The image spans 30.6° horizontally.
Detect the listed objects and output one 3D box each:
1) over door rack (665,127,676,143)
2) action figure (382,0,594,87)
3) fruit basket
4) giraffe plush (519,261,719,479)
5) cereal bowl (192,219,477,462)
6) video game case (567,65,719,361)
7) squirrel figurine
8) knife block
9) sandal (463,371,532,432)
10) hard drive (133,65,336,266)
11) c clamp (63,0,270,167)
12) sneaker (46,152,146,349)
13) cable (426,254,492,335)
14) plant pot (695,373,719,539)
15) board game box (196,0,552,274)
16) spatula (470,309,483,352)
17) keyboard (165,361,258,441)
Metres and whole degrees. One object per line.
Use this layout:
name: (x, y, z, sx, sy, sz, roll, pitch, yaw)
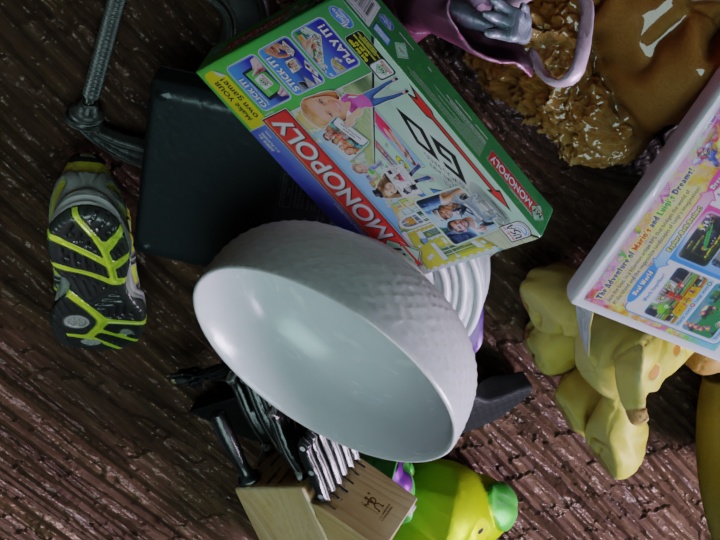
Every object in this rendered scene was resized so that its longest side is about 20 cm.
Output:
over door rack: (0.337, -0.056, 0.956, 0.199, 0.148, 0.067, -6, 126, 0)
action figure: (0.041, -0.182, 0.838, 0.149, 0.200, 0.134, 17, 80, -23)
fruit basket: (0.034, 0.224, 1.152, 0.215, 0.156, 0.216, 8, 125, 11)
giraffe plush: (0.232, 0.042, 1.018, 0.162, 0.173, 0.200, -24, 160, -11)
cereal bowl: (-0.007, 0.037, 0.877, 0.200, 0.083, 0.200, 24, 149, 16)
video game case: (0.264, -0.026, 0.870, 0.182, 0.024, 0.200, 21, 123, -15)
squirrel figurine: (0.154, -0.176, 0.861, 0.200, 0.142, 0.187, -41, 114, 20)
knife block: (-0.055, 0.174, 1.023, 0.175, 0.064, 0.200, 33, 133, 9)
sandal: (0.072, 0.103, 1.065, 0.075, 0.048, 0.200, -42, 161, 22)
hard drive: (-0.053, -0.054, 0.914, 0.199, 0.033, 0.140, 12, 124, -1)
c clamp: (-0.153, -0.158, 0.916, 0.170, 0.027, 0.200, 6, 125, -16)
sneaker: (-0.198, -0.007, 0.997, 0.075, 0.077, 0.200, 3, 145, -11)
cable: (0.000, 0.000, 1.004, 0.199, 0.069, 0.200, 20, 124, -9)
plant pot: (0.358, 0.131, 1.092, 0.200, 0.200, 0.142, -25, 99, 14)
board game box: (0.009, -0.081, 0.820, 0.134, 0.029, 0.200, -19, 123, 43)
spatula: (0.077, -0.010, 1.046, 0.056, 0.021, 0.200, 0, 126, -3)
keyboard: (-0.074, 0.096, 1.057, 0.127, 0.021, 0.200, 30, 148, -30)
